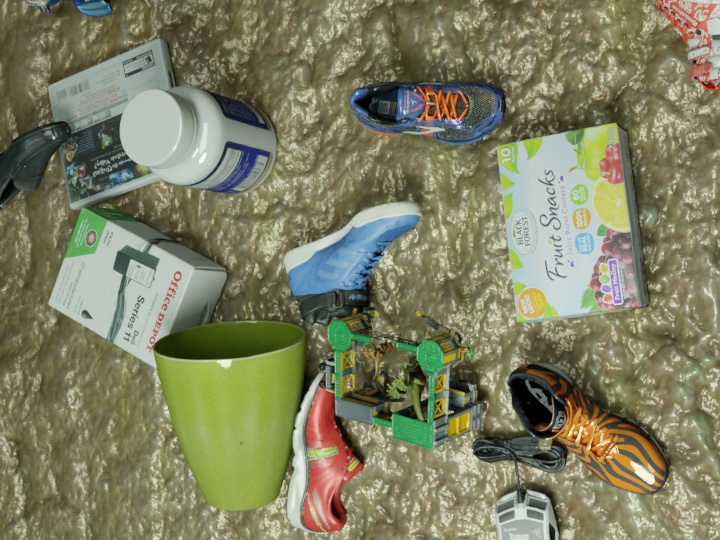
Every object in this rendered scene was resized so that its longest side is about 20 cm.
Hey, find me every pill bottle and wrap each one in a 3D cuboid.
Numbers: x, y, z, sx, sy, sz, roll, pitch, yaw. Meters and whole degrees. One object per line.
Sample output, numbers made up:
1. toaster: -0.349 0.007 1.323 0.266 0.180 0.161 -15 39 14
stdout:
1. pill bottle: -0.199 -0.161 1.436 0.119 0.200 0.121 -1 87 26

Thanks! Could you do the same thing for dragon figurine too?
1. dragon figurine: -0.372 -0.386 1.609 0.198 0.099 0.059 4 88 7

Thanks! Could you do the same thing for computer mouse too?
1. computer mouse: 0.185 0.287 1.319 0.109 0.044 0.202 -6 79 21

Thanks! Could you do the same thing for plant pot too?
1. plant pot: -0.149 0.180 1.425 0.186 0.187 0.202 1 102 26

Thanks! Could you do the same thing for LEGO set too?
1. LEGO set: 0.061 0.117 1.344 0.199 0.115 0.155 0 100 41

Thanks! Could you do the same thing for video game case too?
1. video game case: -0.332 -0.198 1.602 0.199 0.023 0.183 -17 80 24

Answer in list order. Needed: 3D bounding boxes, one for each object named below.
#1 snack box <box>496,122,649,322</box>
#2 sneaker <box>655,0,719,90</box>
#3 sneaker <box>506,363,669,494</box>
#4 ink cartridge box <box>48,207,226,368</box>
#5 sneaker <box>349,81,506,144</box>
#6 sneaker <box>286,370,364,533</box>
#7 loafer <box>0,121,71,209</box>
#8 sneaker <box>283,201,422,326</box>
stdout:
1. snack box: 0.235 -0.050 1.301 0.141 0.053 0.202 -9 84 27
2. sneaker: 0.356 -0.260 1.244 0.200 0.067 0.109 26 97 22
3. sneaker: 0.234 0.176 1.258 0.199 0.112 0.078 35 103 23
4. ink cartridge box: -0.293 0.022 1.539 0.199 0.083 0.148 26 99 24
5. sneaker: 0.074 -0.188 1.372 0.198 0.078 0.076 0 88 26
6. sneaker: -0.035 0.220 1.420 0.084 0.077 0.202 7 98 15
7. loafer: -0.465 -0.147 1.635 0.200 0.068 0.071 -27 90 36
8. sneaker: 0.001 0.000 1.398 0.199 0.077 0.112 -25 71 27
